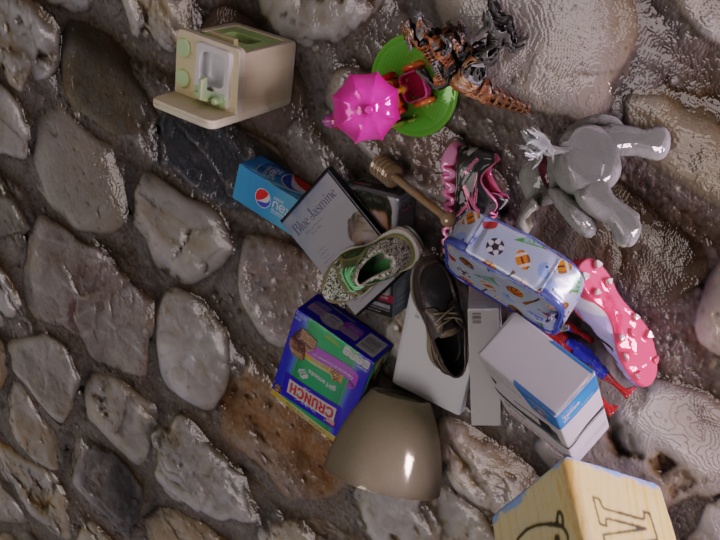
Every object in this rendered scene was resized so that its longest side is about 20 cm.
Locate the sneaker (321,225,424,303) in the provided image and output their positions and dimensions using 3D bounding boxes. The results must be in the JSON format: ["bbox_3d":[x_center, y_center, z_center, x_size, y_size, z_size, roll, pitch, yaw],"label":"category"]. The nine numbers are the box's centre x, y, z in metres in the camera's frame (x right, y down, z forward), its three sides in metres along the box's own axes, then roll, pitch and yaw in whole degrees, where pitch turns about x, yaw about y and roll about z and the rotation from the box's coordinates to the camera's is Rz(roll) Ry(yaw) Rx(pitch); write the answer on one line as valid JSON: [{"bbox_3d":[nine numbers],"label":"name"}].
[{"bbox_3d":[0.000,0.000,1.361,0.199,0.088,0.077,-33,92,37],"label":"sneaker"}]

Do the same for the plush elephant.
[{"bbox_3d":[0.274,-0.121,1.189,0.197,0.155,0.167,18,79,-8],"label":"plush elephant"}]

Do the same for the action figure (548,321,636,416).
[{"bbox_3d":[0.307,0.119,1.320,0.200,0.051,0.066,46,123,16],"label":"action figure"}]

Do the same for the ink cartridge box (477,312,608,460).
[{"bbox_3d":[0.259,0.169,1.268,0.144,0.084,0.200,39,170,35],"label":"ink cartridge box"}]

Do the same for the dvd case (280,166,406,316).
[{"bbox_3d":[-0.025,-0.044,1.427,0.201,0.017,0.143,51,128,5],"label":"dvd case"}]

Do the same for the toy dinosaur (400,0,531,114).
[{"bbox_3d":[0.152,-0.288,1.228,0.198,0.103,0.136,26,124,-28],"label":"toy dinosaur"}]

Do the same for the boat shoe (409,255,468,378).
[{"bbox_3d":[0.128,0.072,1.355,0.073,0.074,0.202,-130,19,-60],"label":"boat shoe"}]

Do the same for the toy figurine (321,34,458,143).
[{"bbox_3d":[0.013,-0.239,1.292,0.198,0.183,0.152,-12,102,38],"label":"toy figurine"}]

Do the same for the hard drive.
[{"bbox_3d":[0.127,0.119,1.463,0.131,0.027,0.203,24,120,25],"label":"hard drive"}]

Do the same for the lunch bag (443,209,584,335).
[{"bbox_3d":[0.207,0.008,1.232,0.199,0.076,0.161,34,166,16],"label":"lunch bag"}]

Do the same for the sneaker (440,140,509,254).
[{"bbox_3d":[0.169,-0.086,1.324,0.094,0.079,0.203,4,113,21],"label":"sneaker"}]

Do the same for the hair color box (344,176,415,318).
[{"bbox_3d":[0.029,-0.037,1.445,0.098,0.060,0.203,16,117,29],"label":"hair color box"}]

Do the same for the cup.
[{"bbox_3d":[0.051,0.275,1.496,0.198,0.199,0.146,14,92,30],"label":"cup"}]

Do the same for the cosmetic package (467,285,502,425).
[{"bbox_3d":[0.189,0.127,1.369,0.050,0.083,0.203,-2,117,7],"label":"cosmetic package"}]

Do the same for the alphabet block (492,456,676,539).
[{"bbox_3d":[0.325,0.417,1.288,0.194,0.202,0.196,18,131,-22],"label":"alphabet block"}]

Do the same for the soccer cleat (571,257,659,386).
[{"bbox_3d":[0.347,0.072,1.273,0.202,0.066,0.076,57,160,-5],"label":"soccer cleat"}]

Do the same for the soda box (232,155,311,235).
[{"bbox_3d":[-0.116,-0.112,1.514,0.199,0.064,0.069,32,124,20],"label":"soda box"}]

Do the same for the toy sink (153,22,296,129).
[{"bbox_3d":[-0.211,-0.311,1.410,0.129,0.199,0.114,23,122,26],"label":"toy sink"}]

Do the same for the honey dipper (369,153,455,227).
[{"bbox_3d":[0.078,-0.114,1.339,0.200,0.037,0.038,46,134,45],"label":"honey dipper"}]

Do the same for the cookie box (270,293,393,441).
[{"bbox_3d":[-0.054,0.174,1.582,0.170,0.075,0.202,33,125,19],"label":"cookie box"}]
